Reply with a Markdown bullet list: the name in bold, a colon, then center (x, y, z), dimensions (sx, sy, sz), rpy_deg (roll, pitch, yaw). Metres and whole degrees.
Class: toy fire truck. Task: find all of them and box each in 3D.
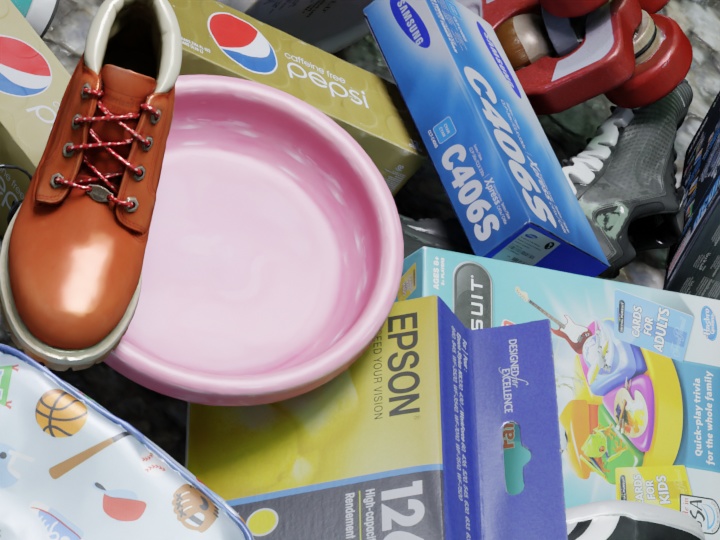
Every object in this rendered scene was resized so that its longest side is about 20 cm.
- **toy fire truck**: center (0.117, -0.170, 1.744), dimensions (0.112, 0.168, 0.200), rpy_deg (49, 28, -36)

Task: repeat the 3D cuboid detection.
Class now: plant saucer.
- **plant saucer**: center (-0.078, -0.011, 1.431), dimensions (0.200, 0.051, 0.201), rpy_deg (7, 57, -11)

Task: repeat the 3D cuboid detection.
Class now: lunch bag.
- **lunch bag**: center (-0.164, 0.141, 1.300), dimensions (0.200, 0.076, 0.160), rpy_deg (35, 66, 6)

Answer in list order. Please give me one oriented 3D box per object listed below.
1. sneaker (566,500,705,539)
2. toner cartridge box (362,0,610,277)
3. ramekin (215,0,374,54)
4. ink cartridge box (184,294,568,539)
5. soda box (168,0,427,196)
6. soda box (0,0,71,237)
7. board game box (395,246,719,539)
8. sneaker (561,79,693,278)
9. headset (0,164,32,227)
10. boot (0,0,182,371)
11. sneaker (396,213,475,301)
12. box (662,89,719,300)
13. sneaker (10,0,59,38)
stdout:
- **sneaker**: center (0.105, 0.190, 1.445), dimensions (0.199, 0.073, 0.112), rpy_deg (1, 52, -19)
- **toner cartridge box**: center (0.075, -0.081, 1.607), dimensions (0.095, 0.043, 0.200), rpy_deg (27, 32, -52)
- **ramekin**: center (-0.037, -0.210, 1.658), dimensions (0.200, 0.200, 0.105), rpy_deg (-14, 68, -40)
- **ink cartridge box**: center (0.005, 0.102, 1.403), dimensions (0.199, 0.047, 0.198), rpy_deg (-13, 43, 12)
- **soda box**: center (-0.060, -0.102, 1.585), dimensions (0.200, 0.064, 0.068), rpy_deg (23, 34, -31)
- **soda box**: center (-0.191, -0.072, 1.522), dimensions (0.068, 0.064, 0.200), rpy_deg (-19, 61, -42)
- **board game box**: center (0.115, 0.079, 1.530), dimensions (0.199, 0.047, 0.152), rpy_deg (10, 69, -23)
- **sneaker**: center (0.179, -0.056, 1.733), dimensions (0.090, 0.067, 0.200), rpy_deg (40, 45, 5)
- **headset**: center (-0.271, -0.051, 1.466), dimensions (0.199, 0.094, 0.124), rpy_deg (17, 40, 7)
- **boot**: center (-0.135, -0.050, 1.349), dimensions (0.075, 0.107, 0.201), rpy_deg (14, 58, -7)
- **sneaker**: center (0.000, 0.000, 1.564), dimensions (0.199, 0.076, 0.091), rpy_deg (18, 50, -11)
- **box**: center (0.259, -0.090, 1.707), dimensions (0.046, 0.200, 0.159), rpy_deg (21, 41, -4)
- **sneaker**: center (-0.255, -0.230, 1.630), dimensions (0.120, 0.084, 0.200), rpy_deg (16, 44, -31)
